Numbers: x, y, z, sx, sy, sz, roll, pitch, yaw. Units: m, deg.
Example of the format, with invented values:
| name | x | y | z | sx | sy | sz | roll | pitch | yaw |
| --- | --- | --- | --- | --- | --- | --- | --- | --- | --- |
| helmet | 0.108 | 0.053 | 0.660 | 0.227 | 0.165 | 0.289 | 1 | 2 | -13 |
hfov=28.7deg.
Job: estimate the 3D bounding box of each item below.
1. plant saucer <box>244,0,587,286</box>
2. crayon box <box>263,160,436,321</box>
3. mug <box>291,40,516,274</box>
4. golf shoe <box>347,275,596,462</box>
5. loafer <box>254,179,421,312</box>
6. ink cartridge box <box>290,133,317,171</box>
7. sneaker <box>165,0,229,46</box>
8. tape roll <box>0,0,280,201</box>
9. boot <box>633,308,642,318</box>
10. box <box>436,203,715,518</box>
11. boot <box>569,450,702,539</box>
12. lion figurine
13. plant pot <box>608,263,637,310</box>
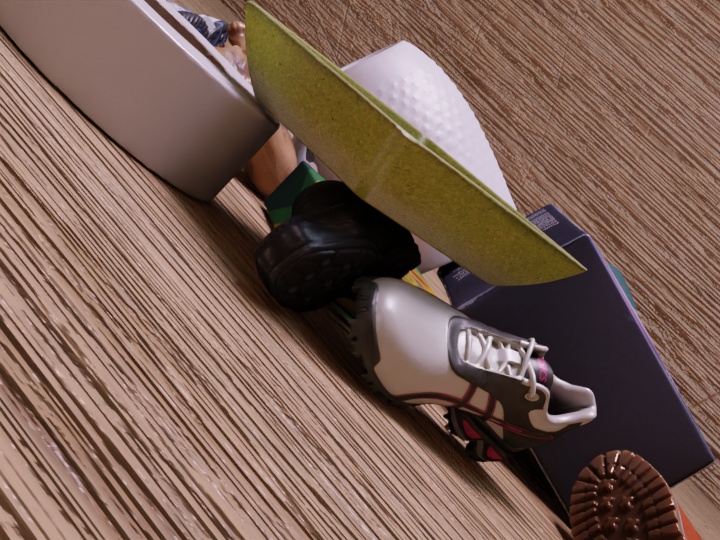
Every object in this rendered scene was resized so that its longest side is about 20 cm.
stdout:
| name | x | y | z | sx | sy | sz | roll | pitch | yaw |
| --- | --- | --- | --- | --- | --- | --- | --- | --- | --- |
| plant saucer | 0.021 | -0.068 | 0.885 | 0.200 | 0.048 | 0.200 | 32 | 9 | -44 |
| crayon box | 0.000 | 0.000 | 1.033 | 0.127 | 0.051 | 0.200 | 43 | 7 | -21 |
| mug | 0.015 | -0.092 | 1.215 | 0.147 | 0.199 | 0.176 | -35 | 104 | -46 |
| golf shoe | 0.067 | 0.052 | 0.857 | 0.200 | 0.088 | 0.078 | 36 | 50 | -46 |
| loafer | -0.020 | -0.019 | 0.858 | 0.071 | 0.068 | 0.200 | 55 | 16 | 9 |
| ink cartridge box | -0.076 | -0.172 | 1.616 | 0.200 | 0.067 | 0.116 | 40 | 7 | -40 |
| sneaker | -0.168 | -0.187 | 1.174 | 0.077 | 0.076 | 0.200 | 18 | 8 | 3 |
| tape roll | -0.145 | -0.137 | 0.907 | 0.202 | 0.071 | 0.202 | 43 | 5 | -5 |
| boot | 0.276 | 0.110 | 1.630 | 0.200 | 0.155 | 0.072 | 45 | 6 | 7 |
| box | 0.163 | 0.070 | 1.106 | 0.201 | 0.123 | 0.198 | 59 | 5 | -8 |
| boot | 0.211 | 0.212 | 0.942 | 0.107 | 0.075 | 0.200 | 43 | 14 | -42 |
| lion figurine | -0.086 | -0.114 | 1.121 | 0.200 | 0.072 | 0.123 | 51 | 13 | -45 |
| plant pot | 0.470 | 0.108 | 2.825 | 0.200 | 0.200 | 0.161 | 40 | 18 | -38 |
